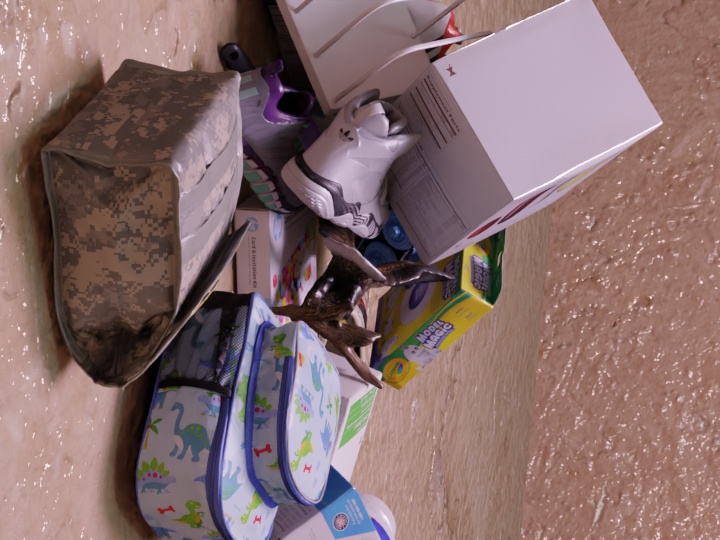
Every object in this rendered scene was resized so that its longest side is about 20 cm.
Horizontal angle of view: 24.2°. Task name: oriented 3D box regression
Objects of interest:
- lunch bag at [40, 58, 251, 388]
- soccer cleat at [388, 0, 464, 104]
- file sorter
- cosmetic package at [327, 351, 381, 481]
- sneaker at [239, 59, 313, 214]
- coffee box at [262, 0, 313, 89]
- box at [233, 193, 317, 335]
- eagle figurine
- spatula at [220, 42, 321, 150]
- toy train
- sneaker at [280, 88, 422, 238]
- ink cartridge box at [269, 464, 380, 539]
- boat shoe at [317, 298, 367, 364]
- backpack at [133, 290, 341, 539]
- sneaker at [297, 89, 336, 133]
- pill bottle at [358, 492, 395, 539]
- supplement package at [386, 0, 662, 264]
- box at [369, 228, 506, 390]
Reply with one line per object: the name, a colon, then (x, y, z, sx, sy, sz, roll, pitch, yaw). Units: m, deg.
lunch bag: (-0.153, -0.030, 1.244, 0.164, 0.117, 0.200, -63, 159, -57)
soccer cleat: (0.029, -0.185, 1.705, 0.200, 0.085, 0.069, -62, -165, 12)
file sorter: (0.013, -0.270, 1.552, 0.139, 0.125, 0.200, -17, 80, -39)
cosmetic package: (-0.057, 0.187, 1.623, 0.108, 0.085, 0.200, -35, 142, -68)
sneaker: (-0.069, -0.118, 1.526, 0.200, 0.087, 0.074, 50, 22, -59)
coffee box: (-0.033, -0.256, 1.719, 0.200, 0.080, 0.113, 71, 26, -57)
box: (-0.082, 0.018, 1.674, 0.156, 0.041, 0.200, -45, 135, -69)
eagle figurine: (-0.006, 0.002, 1.651, 0.200, 0.151, 0.152, -53, 130, -47)
spatula: (-0.088, -0.159, 1.602, 0.021, 0.056, 0.200, 62, 4, 31)
toy train: (0.039, -0.076, 1.823, 0.087, 0.114, 0.200, -25, 155, -45)
sneaker: (0.009, -0.097, 1.549, 0.115, 0.075, 0.200, -46, 162, 9)
ink cartridge box: (-0.082, 0.276, 1.526, 0.200, 0.067, 0.116, -34, 128, -15)
boat shoe: (-0.024, 0.108, 1.803, 0.063, 0.071, 0.200, -106, -161, -59)
backpack: (-0.103, 0.134, 1.410, 0.183, 0.147, 0.200, 63, 36, -59)
sneaker: (-0.040, -0.124, 1.733, 0.200, 0.078, 0.086, 53, 46, -68)
pill bottle: (-0.024, 0.321, 1.826, 0.200, 0.112, 0.112, -53, 144, -65)
supplement package: (0.137, -0.131, 1.594, 0.147, 0.191, 0.200, 60, -26, 5)
box: (0.085, 0.028, 1.782, 0.200, 0.048, 0.117, -43, -154, 38)
